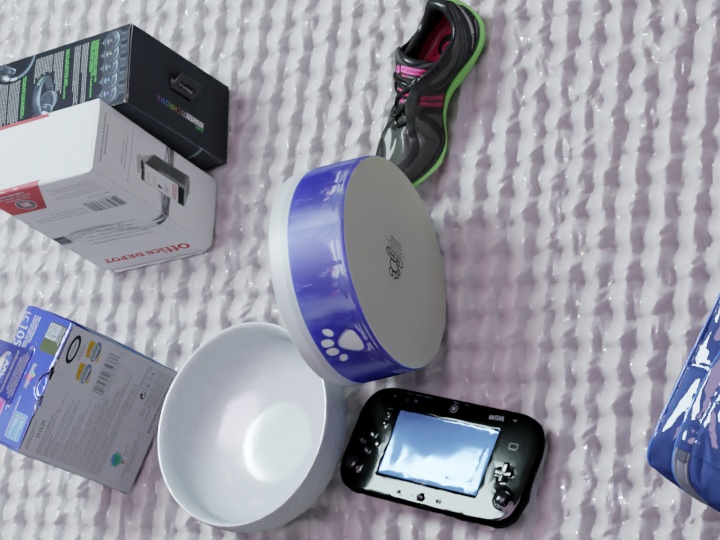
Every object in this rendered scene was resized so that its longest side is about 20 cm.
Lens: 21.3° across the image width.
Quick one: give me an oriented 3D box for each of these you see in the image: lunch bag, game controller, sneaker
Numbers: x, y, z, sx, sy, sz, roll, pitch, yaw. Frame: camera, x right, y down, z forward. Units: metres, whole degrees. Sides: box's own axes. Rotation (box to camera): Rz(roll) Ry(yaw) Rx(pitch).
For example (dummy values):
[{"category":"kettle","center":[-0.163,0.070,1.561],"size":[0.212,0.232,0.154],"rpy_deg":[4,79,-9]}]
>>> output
[{"category":"lunch bag","center":[0.321,0.098,1.519],"size":[0.132,0.136,0.201],"rpy_deg":[23,85,38]},{"category":"game controller","center":[0.073,0.166,1.725],"size":[0.199,0.042,0.105],"rpy_deg":[9,77,36]},{"category":"sneaker","center":[0.052,-0.172,1.847],"size":[0.076,0.084,0.202],"rpy_deg":[12,79,38]}]

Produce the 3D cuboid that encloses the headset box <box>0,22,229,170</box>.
[{"category":"headset box","center":[-0.254,-0.163,1.998],"size":[0.199,0.174,0.094],"rpy_deg":[-13,65,31]}]

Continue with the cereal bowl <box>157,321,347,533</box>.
[{"category":"cereal bowl","center":[-0.092,0.154,1.817],"size":[0.199,0.083,0.202],"rpy_deg":[-13,65,30]}]

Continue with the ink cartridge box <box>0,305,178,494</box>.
[{"category":"ink cartridge box","center":[-0.287,0.123,1.890],"size":[0.076,0.200,0.137],"rpy_deg":[18,82,38]}]

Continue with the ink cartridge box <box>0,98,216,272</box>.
[{"category":"ink cartridge box","center":[-0.262,-0.083,1.956],"size":[0.146,0.200,0.084],"rpy_deg":[-11,62,30]}]

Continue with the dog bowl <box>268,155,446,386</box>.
[{"category":"dog bowl","center":[0.000,0.000,1.741],"size":[0.078,0.200,0.202],"rpy_deg":[-14,64,27]}]
